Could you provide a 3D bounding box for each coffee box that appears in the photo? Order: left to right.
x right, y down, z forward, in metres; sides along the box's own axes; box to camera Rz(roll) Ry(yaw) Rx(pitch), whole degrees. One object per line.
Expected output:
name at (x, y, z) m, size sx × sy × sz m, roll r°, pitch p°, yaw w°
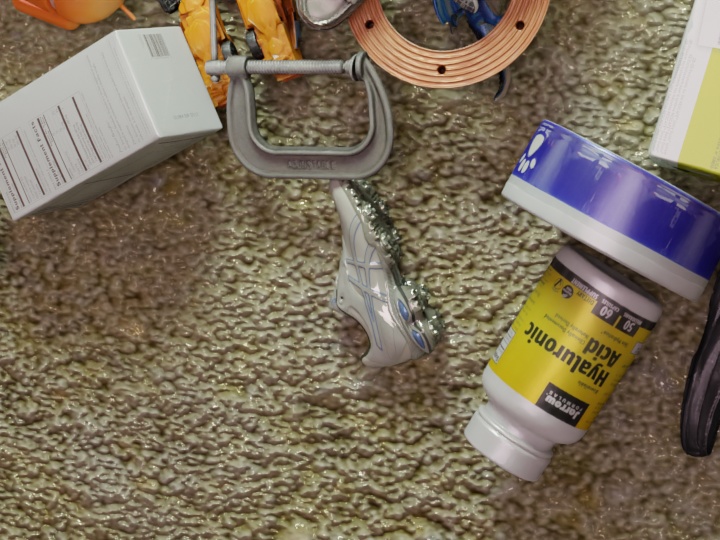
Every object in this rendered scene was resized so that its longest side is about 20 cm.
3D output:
coffee box at (0.373, -0.164, 1.390) m, size 0.196 × 0.200 × 0.202 m, roll 17°, pitch 96°, yaw 10°

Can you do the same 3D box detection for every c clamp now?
c clamp at (-0.060, -0.167, 1.509) m, size 0.198 × 0.027 × 0.173 m, roll 8°, pitch 105°, yaw 20°

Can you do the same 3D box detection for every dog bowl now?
dog bowl at (0.229, -0.054, 1.427) m, size 0.199 × 0.200 × 0.079 m, roll 29°, pitch 95°, yaw 9°

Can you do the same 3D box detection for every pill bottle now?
pill bottle at (0.182, 0.089, 1.483) m, size 0.111 × 0.111 × 0.201 m, roll 32°, pitch 100°, yaw 9°

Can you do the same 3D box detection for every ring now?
ring at (0.080, -0.267, 1.482) m, size 0.198 × 0.019 × 0.203 m, roll -1°, pitch 88°, yaw 13°

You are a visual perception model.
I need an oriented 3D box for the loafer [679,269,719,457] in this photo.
loafer at (0.345, 0.078, 1.476) m, size 0.070 × 0.068 × 0.203 m, roll 17°, pitch 93°, yaw 20°

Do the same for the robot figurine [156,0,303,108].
robot figurine at (-0.132, -0.269, 1.568) m, size 0.144 × 0.058 × 0.202 m, roll -20°, pitch 89°, yaw 12°

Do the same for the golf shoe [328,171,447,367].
golf shoe at (0.000, 0.000, 1.547) m, size 0.097 × 0.078 × 0.202 m, roll -26°, pitch 86°, yaw 19°

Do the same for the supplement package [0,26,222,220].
supplement package at (-0.256, -0.142, 1.549) m, size 0.199 × 0.114 × 0.110 m, roll -25°, pitch 87°, yaw 28°

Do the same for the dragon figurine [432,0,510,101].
dragon figurine at (0.102, -0.257, 1.516) m, size 0.098 × 0.059 × 0.202 m, roll 1°, pitch 89°, yaw 14°

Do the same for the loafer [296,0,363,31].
loafer at (0.003, -0.311, 1.454) m, size 0.072 × 0.063 × 0.201 m, roll 32°, pitch 94°, yaw -6°

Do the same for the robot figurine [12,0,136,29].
robot figurine at (-0.302, -0.314, 1.572) m, size 0.199 × 0.117 × 0.145 m, roll 27°, pitch 100°, yaw 14°

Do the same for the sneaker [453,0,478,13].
sneaker at (0.143, -0.322, 1.431) m, size 0.200 × 0.076 × 0.081 m, roll -42°, pitch 90°, yaw 12°
